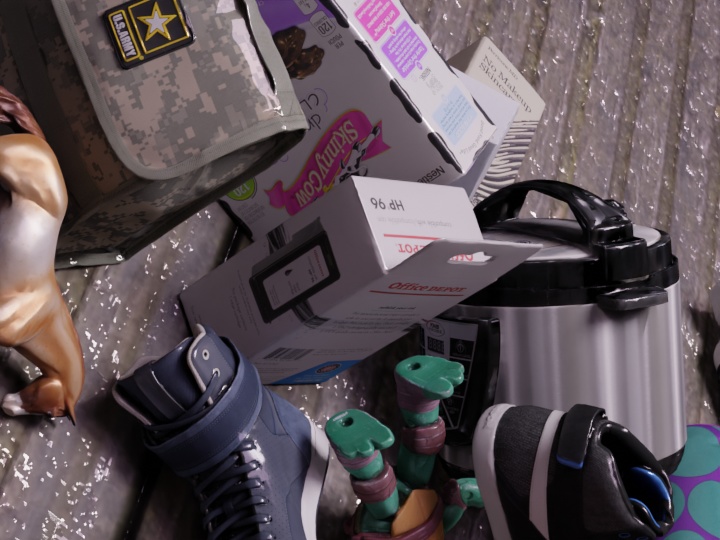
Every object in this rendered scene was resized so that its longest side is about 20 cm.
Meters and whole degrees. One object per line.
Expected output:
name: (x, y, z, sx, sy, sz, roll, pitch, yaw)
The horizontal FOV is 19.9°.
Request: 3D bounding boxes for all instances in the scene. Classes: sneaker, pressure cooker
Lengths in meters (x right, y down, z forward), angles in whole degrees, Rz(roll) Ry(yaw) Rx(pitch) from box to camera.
sneaker: (0.143, 0.173, 1.246, 0.073, 0.111, 0.201, -52, 132, -45)
sneaker: (-0.083, 0.124, 1.163, 0.146, 0.077, 0.203, 50, 24, -32)
pressure cooker: (0.130, 0.039, 1.379, 0.179, 0.175, 0.201, -32, 120, -70)

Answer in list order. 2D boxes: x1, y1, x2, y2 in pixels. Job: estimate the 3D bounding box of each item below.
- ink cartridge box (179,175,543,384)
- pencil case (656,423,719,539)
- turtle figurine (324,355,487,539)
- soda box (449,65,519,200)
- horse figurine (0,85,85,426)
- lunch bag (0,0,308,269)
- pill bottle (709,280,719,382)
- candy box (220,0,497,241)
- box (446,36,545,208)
ink cartridge box: (0.000, 0.000, 1.267, 0.116, 0.200, 0.068, 2, 62, -51)
pencil case: (0.249, 0.210, 1.525, 0.092, 0.085, 0.201, 25, 44, -16)
turtle figurine: (0.038, 0.159, 1.265, 0.150, 0.100, 0.201, -53, 138, -45)
soda box: (0.004, -0.124, 1.418, 0.199, 0.068, 0.064, 28, 37, 3)
horse figurine: (-0.206, -0.019, 1.119, 0.132, 0.050, 0.201, 5, 81, -30)
lunch bag: (-0.135, -0.112, 1.184, 0.117, 0.200, 0.165, -7, 71, -54)
pill bottle: (0.363, 0.098, 1.730, 0.111, 0.111, 0.201, 11, 55, -47)
candy box: (-0.039, -0.116, 1.336, 0.200, 0.167, 0.072, 51, 35, -11)
box: (0.072, -0.087, 1.542, 0.082, 0.068, 0.200, 46, 37, -16)
